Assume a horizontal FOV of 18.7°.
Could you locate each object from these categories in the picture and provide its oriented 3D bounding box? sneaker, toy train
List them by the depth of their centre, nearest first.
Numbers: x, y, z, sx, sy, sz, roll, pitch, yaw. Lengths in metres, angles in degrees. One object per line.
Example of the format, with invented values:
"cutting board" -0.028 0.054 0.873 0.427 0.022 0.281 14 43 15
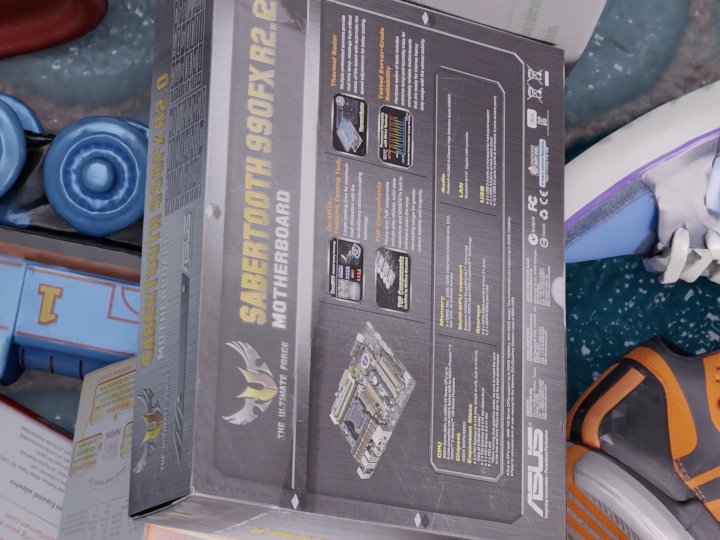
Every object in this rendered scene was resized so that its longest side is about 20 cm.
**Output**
"sneaker" 0.170 0.103 0.860 0.200 0.078 0.112 46 68 -12
"sneaker" 0.174 -0.004 0.867 0.199 0.081 0.147 -24 81 -7
"toy train" -0.107 -0.005 0.872 0.199 0.087 0.115 12 94 -1

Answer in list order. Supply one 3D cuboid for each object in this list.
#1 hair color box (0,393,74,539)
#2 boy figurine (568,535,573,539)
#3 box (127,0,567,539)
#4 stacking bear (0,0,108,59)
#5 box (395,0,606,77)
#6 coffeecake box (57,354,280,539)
"hair color box" -0.152 0.158 0.864 0.101 0.061 0.201 28 84 3
"boy figurine" 0.074 0.202 0.858 0.124 0.064 0.201 9 88 4
"box" 0.000 0.000 0.793 0.158 0.048 0.201 11 69 -30
"stacking bear" -0.158 -0.197 0.879 0.113 0.121 0.201 -4 77 2
"box" 0.010 -0.189 0.827 0.199 0.199 0.172 14 85 1
"coffeecake box" -0.035 0.146 0.801 0.153 0.073 0.201 20 66 -31
